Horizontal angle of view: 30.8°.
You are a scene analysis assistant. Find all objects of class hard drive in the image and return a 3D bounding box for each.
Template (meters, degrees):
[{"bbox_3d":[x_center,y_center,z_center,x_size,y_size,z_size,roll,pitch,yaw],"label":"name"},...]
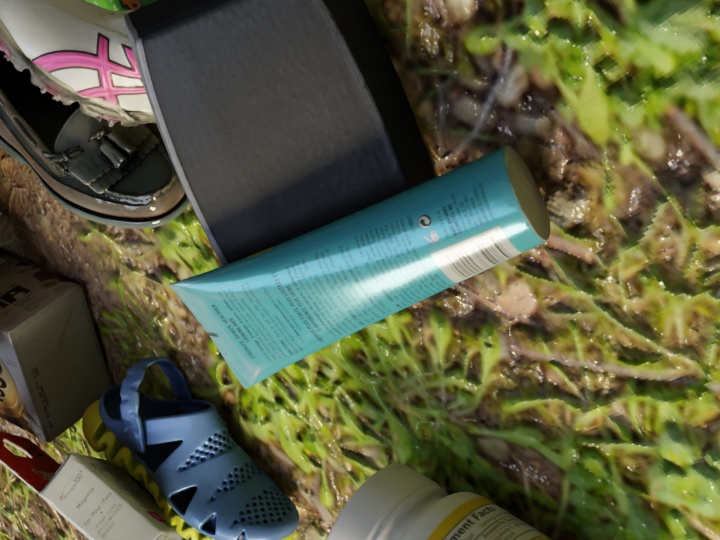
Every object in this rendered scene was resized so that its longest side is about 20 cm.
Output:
[{"bbox_3d":[-0.036,-0.062,0.703,0.133,0.042,0.202,-18,111,14],"label":"hard drive"}]

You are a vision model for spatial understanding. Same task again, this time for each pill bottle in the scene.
[{"bbox_3d":[0.079,0.205,0.783,0.199,0.114,0.115,28,136,31],"label":"pill bottle"}]

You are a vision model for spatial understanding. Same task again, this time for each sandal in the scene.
[{"bbox_3d":[-0.127,0.137,0.990,0.199,0.079,0.088,34,120,17],"label":"sandal"}]

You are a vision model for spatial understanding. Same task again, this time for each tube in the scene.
[{"bbox_3d":[0.000,0.000,0.681,0.198,0.051,0.078,-24,113,21],"label":"tube"}]

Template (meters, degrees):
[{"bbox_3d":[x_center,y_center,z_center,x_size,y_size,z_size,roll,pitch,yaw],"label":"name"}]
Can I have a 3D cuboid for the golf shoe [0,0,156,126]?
[{"bbox_3d":[-0.114,-0.121,0.746,0.198,0.073,0.093,28,115,-8],"label":"golf shoe"}]

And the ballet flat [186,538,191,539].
[{"bbox_3d":[-0.123,0.256,1.084,0.063,0.076,0.201,28,143,3],"label":"ballet flat"}]

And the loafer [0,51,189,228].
[{"bbox_3d":[-0.195,-0.092,0.880,0.199,0.072,0.063,29,149,33],"label":"loafer"}]

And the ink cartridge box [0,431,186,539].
[{"bbox_3d":[-0.216,0.167,1.041,0.173,0.044,0.200,40,172,8],"label":"ink cartridge box"}]

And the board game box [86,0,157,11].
[{"bbox_3d":[-0.170,-0.176,0.830,0.198,0.030,0.097,19,131,41],"label":"board game box"}]

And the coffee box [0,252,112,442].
[{"bbox_3d":[-0.313,0.052,1.119,0.198,0.080,0.114,19,132,37],"label":"coffee box"}]
